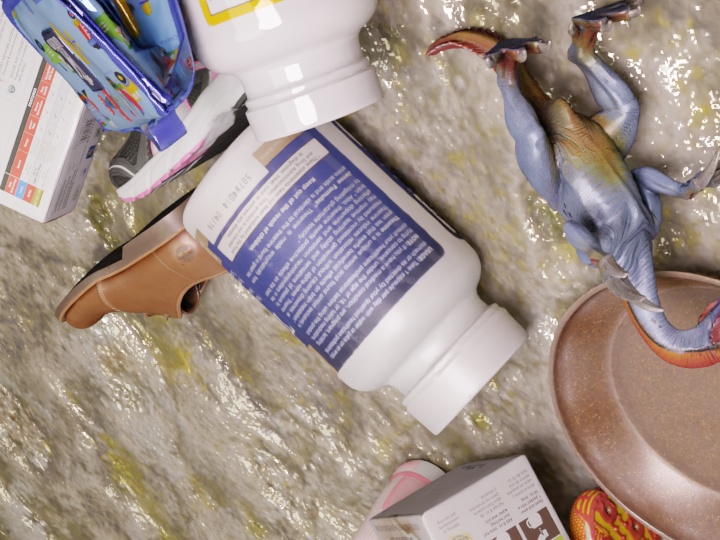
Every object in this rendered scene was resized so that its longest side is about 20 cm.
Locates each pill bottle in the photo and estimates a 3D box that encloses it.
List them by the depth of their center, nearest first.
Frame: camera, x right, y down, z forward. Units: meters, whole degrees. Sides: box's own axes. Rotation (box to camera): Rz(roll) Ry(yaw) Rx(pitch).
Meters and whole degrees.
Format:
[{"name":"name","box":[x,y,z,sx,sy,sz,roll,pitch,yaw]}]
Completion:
[{"name":"pill bottle","box":[-0.054,-0.173,0.770,0.104,0.104,0.200,-9,104,46]},{"name":"pill bottle","box":[0.000,0.000,0.879,0.200,0.111,0.111,43,140,6]}]

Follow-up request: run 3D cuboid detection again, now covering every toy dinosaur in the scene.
[{"name":"toy dinosaur","box":[0.134,-0.041,0.753,0.200,0.105,0.182,-141,30,-69]}]

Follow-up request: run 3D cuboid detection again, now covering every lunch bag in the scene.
[{"name":"lunch bag","box":[-0.149,-0.156,0.789,0.200,0.094,0.151,59,162,-11]}]

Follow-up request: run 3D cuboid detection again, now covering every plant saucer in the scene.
[{"name":"plant saucer","box":[0.200,0.078,0.821,0.200,0.037,0.201,25,135,27]}]

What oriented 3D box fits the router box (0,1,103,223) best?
[{"name":"router box","box":[-0.233,-0.157,0.913,0.179,0.049,0.200,26,107,6]}]

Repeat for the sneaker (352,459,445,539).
[{"name":"sneaker","box":[0.071,0.234,1.011,0.200,0.105,0.075,47,138,0]}]

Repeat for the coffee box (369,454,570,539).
[{"name":"coffee box","box":[0.098,0.222,0.912,0.200,0.080,0.114,62,162,2]}]

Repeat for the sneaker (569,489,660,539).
[{"name":"sneaker","box":[0.165,0.227,0.942,0.077,0.073,0.200,-3,119,39]}]

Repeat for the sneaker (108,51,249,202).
[{"name":"sneaker","box":[-0.102,-0.123,0.911,0.086,0.080,0.200,52,128,3]}]

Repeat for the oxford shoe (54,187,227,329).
[{"name":"oxford shoe","box":[-0.158,0.012,1.067,0.071,0.071,0.200,50,140,-11]}]
